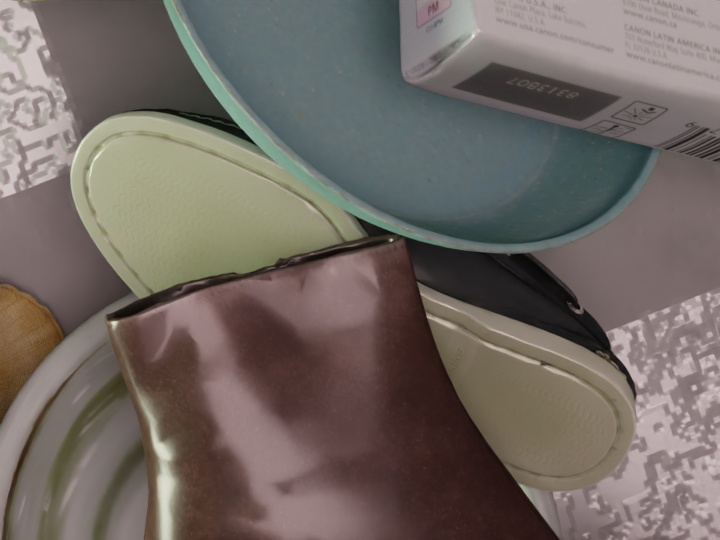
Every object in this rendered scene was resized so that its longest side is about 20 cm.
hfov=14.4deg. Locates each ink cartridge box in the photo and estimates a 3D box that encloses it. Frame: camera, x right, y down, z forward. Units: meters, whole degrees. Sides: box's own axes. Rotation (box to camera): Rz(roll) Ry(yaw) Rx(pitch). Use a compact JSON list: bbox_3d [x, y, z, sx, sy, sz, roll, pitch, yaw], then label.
[{"bbox_3d":[0.088,-0.140,0.916,0.162,0.057,0.200,11,64,-31],"label":"ink cartridge box"}]

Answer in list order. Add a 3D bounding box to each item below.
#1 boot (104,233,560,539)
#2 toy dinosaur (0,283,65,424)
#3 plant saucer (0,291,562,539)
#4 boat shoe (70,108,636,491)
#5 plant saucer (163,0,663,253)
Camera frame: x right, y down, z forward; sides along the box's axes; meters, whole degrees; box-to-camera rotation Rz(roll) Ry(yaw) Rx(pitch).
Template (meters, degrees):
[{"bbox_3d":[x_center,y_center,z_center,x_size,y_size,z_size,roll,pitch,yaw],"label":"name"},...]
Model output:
[{"bbox_3d":[0.030,0.071,0.873,0.200,0.072,0.167,-11,98,-8],"label":"boot"},{"bbox_3d":[-0.146,0.028,0.937,0.101,0.058,0.200,-19,108,-21],"label":"toy dinosaur"},{"bbox_3d":[-0.033,0.100,0.937,0.200,0.050,0.200,5,73,-17],"label":"plant saucer"},{"bbox_3d":[0.001,-0.002,0.919,0.199,0.066,0.075,25,121,-6],"label":"boat shoe"},{"bbox_3d":[0.010,-0.088,0.902,0.200,0.036,0.200,19,53,-27],"label":"plant saucer"}]
